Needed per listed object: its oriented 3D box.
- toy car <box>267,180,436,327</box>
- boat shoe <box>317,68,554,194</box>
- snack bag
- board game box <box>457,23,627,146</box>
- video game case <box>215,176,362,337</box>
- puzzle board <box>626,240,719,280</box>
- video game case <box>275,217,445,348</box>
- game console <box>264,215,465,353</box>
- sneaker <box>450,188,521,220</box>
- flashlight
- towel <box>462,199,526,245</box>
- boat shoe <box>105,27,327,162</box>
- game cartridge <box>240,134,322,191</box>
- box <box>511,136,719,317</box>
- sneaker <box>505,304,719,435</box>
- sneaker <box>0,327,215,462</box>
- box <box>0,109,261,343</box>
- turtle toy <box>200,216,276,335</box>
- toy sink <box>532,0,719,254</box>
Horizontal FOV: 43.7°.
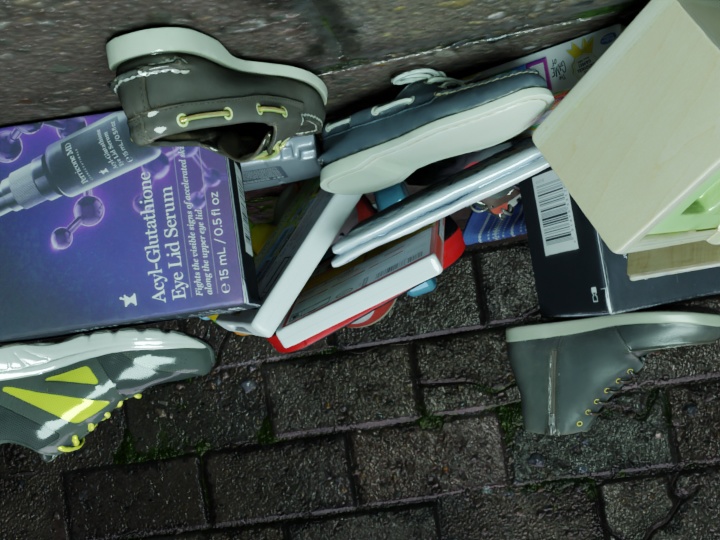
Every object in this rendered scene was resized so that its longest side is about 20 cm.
[{"bbox_3d":[-0.037,-0.033,1.011,0.183,0.178,0.200,-20,162,13],"label":"toy car"},{"bbox_3d":[0.048,-0.111,0.656,0.074,0.063,0.199,8,160,-44],"label":"boat shoe"},{"bbox_3d":[0.068,-0.060,0.737,0.187,0.022,0.200,-26,-175,8],"label":"snack bag"},{"bbox_3d":[0.140,-0.138,0.715,0.199,0.035,0.134,-12,176,38],"label":"board game box"},{"bbox_3d":[-0.053,-0.031,0.804,0.023,0.201,0.182,35,168,-14],"label":"video game case"},{"bbox_3d":[0.288,-0.090,0.705,0.150,0.202,0.017,-12,144,38],"label":"puzzle board"},{"bbox_3d":[0.007,-0.007,0.779,0.142,0.018,0.200,-27,-165,14],"label":"video game case"},{"bbox_3d":[0.000,0.000,0.854,0.199,0.031,0.177,-29,-163,4],"label":"game console"},{"bbox_3d":[0.174,-0.101,1.025,0.198,0.083,0.077,-10,177,21],"label":"sneaker"},{"bbox_3d":[0.122,-0.108,0.897,0.199,0.068,0.068,-8,178,-41],"label":"flashlight"},{"bbox_3d":[0.216,-0.097,1.043,0.199,0.024,0.145,-13,-144,39],"label":"towel"},{"bbox_3d":[-0.079,-0.097,0.560,0.071,0.061,0.201,-11,176,27],"label":"boat shoe"},{"bbox_3d":[-0.133,-0.090,0.781,0.198,0.041,0.133,-9,173,0],"label":"game cartridge"},{"bbox_3d":[0.266,-0.067,0.856,0.198,0.199,0.117,-8,177,-21],"label":"box"},{"bbox_3d":[0.238,0.092,0.830,0.198,0.107,0.075,-10,178,28],"label":"sneaker"},{"bbox_3d":[-0.201,0.089,0.640,0.198,0.086,0.074,-8,177,-8],"label":"sneaker"},{"bbox_3d":[-0.182,-0.031,0.656,0.198,0.150,0.104,-9,177,-3],"label":"box"},{"bbox_3d":[-0.150,-0.010,0.969,0.145,0.201,0.101,15,-135,45],"label":"turtle toy"},{"bbox_3d":[0.240,-0.095,0.612,0.199,0.113,0.130,-8,149,-45],"label":"toy sink"}]
